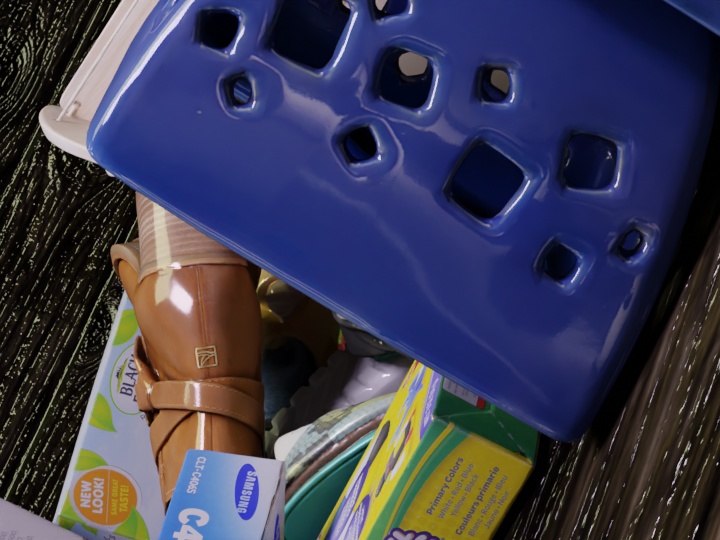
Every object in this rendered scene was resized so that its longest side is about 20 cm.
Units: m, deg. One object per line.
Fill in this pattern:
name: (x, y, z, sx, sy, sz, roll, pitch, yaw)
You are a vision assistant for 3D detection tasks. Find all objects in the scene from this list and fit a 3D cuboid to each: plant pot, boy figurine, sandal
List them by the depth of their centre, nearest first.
plant pot: (0.038, -0.086, 0.962, 0.180, 0.199, 0.200, -57, 6, 16)
sandal: (0.006, 0.066, 1.298, 0.203, 0.050, 0.083, -43, 17, 12)
boy figurine: (-0.026, 0.043, 1.435, 0.201, 0.064, 0.125, -84, -18, -51)

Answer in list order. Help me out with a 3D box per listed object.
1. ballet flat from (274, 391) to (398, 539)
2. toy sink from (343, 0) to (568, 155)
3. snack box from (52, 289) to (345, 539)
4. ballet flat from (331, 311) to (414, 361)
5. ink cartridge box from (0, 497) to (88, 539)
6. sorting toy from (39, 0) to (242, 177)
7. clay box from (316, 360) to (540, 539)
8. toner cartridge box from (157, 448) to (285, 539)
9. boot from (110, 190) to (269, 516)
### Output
ballet flat: (-0.027, 0.117, 1.193, 0.200, 0.069, 0.071, -55, 30, 17)
toy sink: (0.015, -0.090, 1.174, 0.113, 0.199, 0.130, -63, 6, 6)
snack box: (-0.078, 0.087, 1.486, 0.053, 0.141, 0.201, 112, 173, -49)
ballet flat: (0.021, 0.002, 1.193, 0.068, 0.068, 0.200, -50, 15, -10)
ink cartridge box: (-0.149, 0.206, 1.419, 0.083, 0.199, 0.147, -67, 6, -32)
sorting toy: (-0.073, -0.113, 1.329, 0.201, 0.107, 0.180, -56, 6, 14)
clay box: (0.012, 0.110, 1.077, 0.201, 0.047, 0.115, -61, 6, 29)
toner cartridge box: (-0.060, 0.181, 1.111, 0.095, 0.043, 0.201, -76, -9, -54)
boot: (-0.072, 0.051, 1.298, 0.200, 0.076, 0.156, 113, 151, -70)
